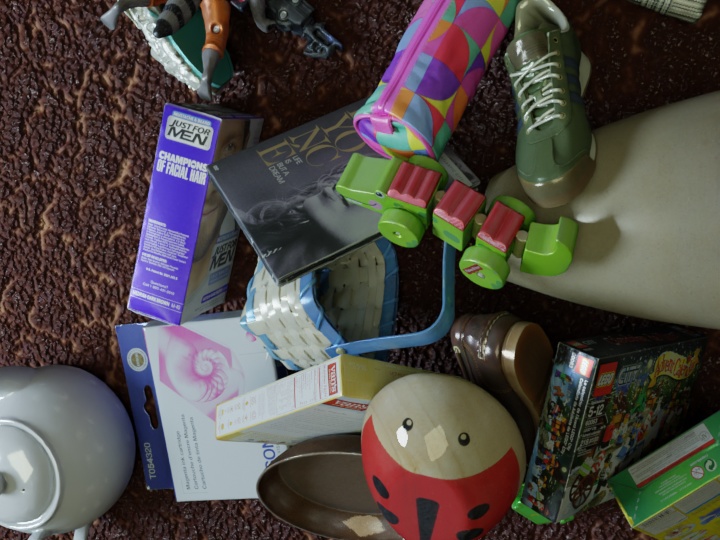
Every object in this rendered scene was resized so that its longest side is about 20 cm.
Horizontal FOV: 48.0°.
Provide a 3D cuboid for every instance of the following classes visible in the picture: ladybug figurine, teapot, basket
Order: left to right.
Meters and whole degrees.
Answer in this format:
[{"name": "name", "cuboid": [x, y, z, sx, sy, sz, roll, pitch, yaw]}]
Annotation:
[{"name": "teapot", "cuboid": [-0.351, 0.209, 0.875, 0.198, 0.146, 0.199, 30, 106, 7]}, {"name": "basket", "cuboid": [0.000, 0.000, 0.733, 0.198, 0.178, 0.139, -18, 134, 34]}, {"name": "ladybug figurine", "cuboid": [0.061, 0.163, 0.642, 0.134, 0.072, 0.202, 8, 137, 15]}]

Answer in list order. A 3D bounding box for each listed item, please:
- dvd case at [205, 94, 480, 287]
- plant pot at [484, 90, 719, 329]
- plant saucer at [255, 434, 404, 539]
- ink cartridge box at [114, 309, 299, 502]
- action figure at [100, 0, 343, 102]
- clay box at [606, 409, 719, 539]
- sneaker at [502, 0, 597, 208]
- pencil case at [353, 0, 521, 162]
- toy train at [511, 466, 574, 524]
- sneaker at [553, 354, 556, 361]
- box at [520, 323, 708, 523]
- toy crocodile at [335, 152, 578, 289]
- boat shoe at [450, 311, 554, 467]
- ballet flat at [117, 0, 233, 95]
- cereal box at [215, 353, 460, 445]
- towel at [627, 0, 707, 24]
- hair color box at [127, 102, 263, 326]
[{"name": "dvd case", "cuboid": [-0.017, -0.082, 0.710, 0.198, 0.016, 0.149, -26, 55, -17]}, {"name": "plant pot", "cuboid": [0.210, -0.044, 0.680, 0.197, 0.187, 0.190, -2, 100, 29]}, {"name": "plant saucer", "cuboid": [-0.002, 0.213, 0.793, 0.197, 0.035, 0.202, 5, 141, 4]}, {"name": "ink cartridge box", "cuboid": [-0.169, 0.149, 0.872, 0.197, 0.043, 0.200, -8, 98, 14]}, {"name": "action figure", "cuboid": [-0.109, -0.255, 0.741, 0.199, 0.105, 0.195, 33, 78, 2]}, {"name": "clay box", "cuboid": [0.305, 0.191, 0.705, 0.114, 0.199, 0.048, -38, 51, 17]}, {"name": "sneaker", "cuboid": [0.143, -0.147, 0.650, 0.066, 0.202, 0.090, -17, 129, 31]}, {"name": "pencil case", "cuboid": [0.069, -0.188, 0.691, 0.087, 0.088, 0.202, 24, 77, 9]}, {"name": "toy train", "cuboid": [0.131, 0.186, 0.746, 0.056, 0.042, 0.199, -22, 133, 37]}, {"name": "sneaker", "cuboid": [0.118, 0.120, 0.783, 0.197, 0.070, 0.095, -11, 89, 14]}, {"name": "box", "cuboid": [0.221, 0.123, 0.689, 0.037, 0.198, 0.139, 23, 108, 43]}, {"name": "toy crocodile", "cuboid": [0.073, -0.045, 0.634, 0.198, 0.062, 0.068, 26, 70, 17]}, {"name": "boat shoe", "cuboid": [0.135, 0.106, 0.681, 0.070, 0.071, 0.201, 7, 138, 39]}, {"name": "ballet flat", "cuboid": [-0.196, -0.250, 0.803, 0.071, 0.072, 0.201, -33, 88, 17]}, {"name": "cereal box", "cuboid": [-0.023, 0.126, 0.741, 0.199, 0.143, 0.040, -26, 58, 44]}, {"name": "towel", "cuboid": [0.243, -0.337, 0.680, 0.191, 0.035, 0.202, 26, 105, 9]}, {"name": "hair color box", "cuboid": [-0.160, -0.058, 0.796, 0.064, 0.109, 0.203, 16, 104, 11]}]
